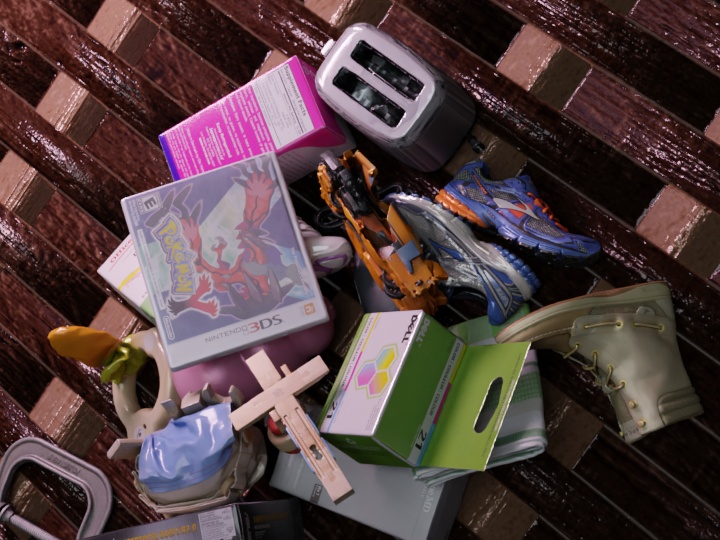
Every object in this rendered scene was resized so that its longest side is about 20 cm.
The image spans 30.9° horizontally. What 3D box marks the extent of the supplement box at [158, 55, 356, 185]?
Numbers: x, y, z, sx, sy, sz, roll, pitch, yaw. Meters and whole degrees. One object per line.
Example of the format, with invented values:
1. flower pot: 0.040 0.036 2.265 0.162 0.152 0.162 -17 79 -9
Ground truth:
1. supplement box: -0.121 -0.152 1.541 0.199 0.101 0.104 -26 73 15

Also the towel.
1. towel: 0.124 0.131 1.391 0.148 0.031 0.201 -18 40 17

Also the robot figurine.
1. robot figurine: 0.019 -0.043 1.394 0.058 0.145 0.201 -30 71 -10

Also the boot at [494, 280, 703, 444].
1. boot: 0.248 0.105 1.343 0.198 0.073 0.157 -12 79 -17

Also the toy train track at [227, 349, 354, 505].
1. toy train track: -0.061 0.163 1.341 0.114 0.033 0.200 -32 53 -6

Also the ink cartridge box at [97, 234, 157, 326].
1. ink cartridge box: -0.229 -0.003 1.525 0.117 0.067 0.200 -49 39 -10

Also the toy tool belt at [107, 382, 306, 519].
1. toy tool belt: -0.161 0.183 1.397 0.199 0.123 0.125 -28 42 15

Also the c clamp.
1. c clamp: -0.388 0.309 1.621 0.199 0.027 0.172 28 93 22

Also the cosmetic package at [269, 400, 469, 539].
1. cosmetic package: 0.013 0.226 1.442 0.199 0.090 0.108 16 85 25

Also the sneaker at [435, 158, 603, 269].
1. sneaker: 0.178 -0.064 1.427 0.199 0.075 0.079 28 89 21

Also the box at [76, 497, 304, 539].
1. box: -0.180 0.289 1.402 0.198 0.158 0.049 -16 78 19

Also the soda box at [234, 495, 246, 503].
1. soda box: -0.140 0.335 1.499 0.071 0.063 0.201 -38 70 12

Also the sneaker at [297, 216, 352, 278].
1. sneaker: -0.091 -0.040 1.506 0.199 0.075 0.101 0 79 41

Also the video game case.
1. video game case: -0.149 -0.012 1.423 0.181 0.023 0.202 -18 78 -4

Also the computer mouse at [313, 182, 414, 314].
1. computer mouse: 0.000 0.000 1.490 0.139 0.046 0.202 -13 71 21

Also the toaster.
1. toaster: 0.041 -0.192 1.467 0.200 0.129 0.114 40 98 21

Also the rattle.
1. rattle: -0.277 0.167 1.530 0.129 0.143 0.202 -11 75 28

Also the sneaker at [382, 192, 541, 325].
1. sneaker: 0.096 -0.012 1.431 0.199 0.077 0.085 34 84 15

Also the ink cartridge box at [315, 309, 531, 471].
1. ink cartridge box: 0.062 0.119 1.325 0.199 0.076 0.149 -7 53 53

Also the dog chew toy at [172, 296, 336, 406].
1. dog chew toy: -0.117 0.093 1.498 0.199 0.125 0.125 -33 72 6
